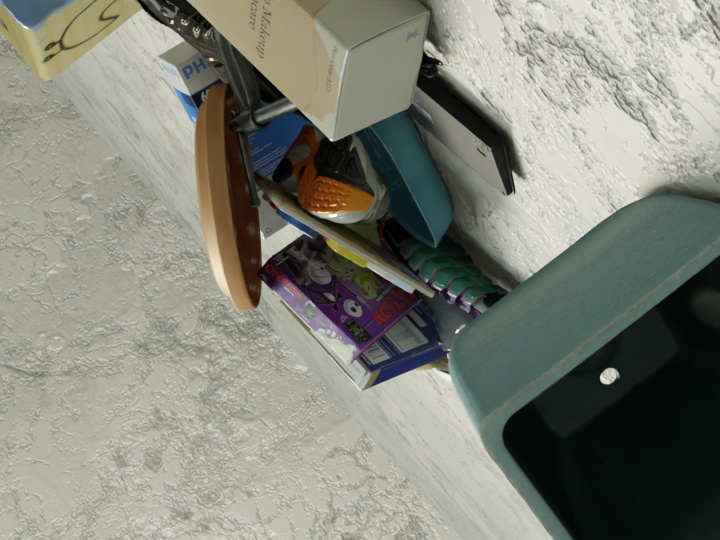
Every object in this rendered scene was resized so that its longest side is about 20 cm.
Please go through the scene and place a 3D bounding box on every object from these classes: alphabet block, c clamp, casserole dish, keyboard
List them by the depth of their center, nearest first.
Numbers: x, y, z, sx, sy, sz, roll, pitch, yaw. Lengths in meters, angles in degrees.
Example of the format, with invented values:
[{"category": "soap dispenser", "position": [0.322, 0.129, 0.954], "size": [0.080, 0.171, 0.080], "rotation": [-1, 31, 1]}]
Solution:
[{"category": "keyboard", "position": [0.043, -0.144, 1.235], "size": [0.200, 0.021, 0.127], "rotation": [43, 170, 32]}, {"category": "c clamp", "position": [-0.061, -0.158, 1.313], "size": [0.200, 0.027, 0.172], "rotation": [-23, 86, 56]}, {"category": "casserole dish", "position": [0.024, -0.103, 1.431], "size": [0.121, 0.039, 0.200], "rotation": [41, 168, 43]}, {"category": "alphabet block", "position": [-0.306, -0.336, 1.606], "size": [0.197, 0.195, 0.200], "rotation": [51, 172, 3]}]

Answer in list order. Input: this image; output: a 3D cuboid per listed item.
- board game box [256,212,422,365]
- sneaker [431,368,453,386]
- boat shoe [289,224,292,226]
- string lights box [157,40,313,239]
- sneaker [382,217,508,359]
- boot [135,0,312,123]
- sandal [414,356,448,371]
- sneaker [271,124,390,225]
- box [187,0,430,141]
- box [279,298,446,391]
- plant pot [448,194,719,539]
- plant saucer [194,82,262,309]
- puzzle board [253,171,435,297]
[{"category": "board game box", "position": [0.000, 0.000, 1.533], "size": [0.120, 0.200, 0.032], "rotation": [47, 127, 3]}, {"category": "sneaker", "position": [0.136, 0.116, 1.682], "size": [0.200, 0.070, 0.080], "rotation": [40, 169, 46]}, {"category": "boat shoe", "position": [-0.066, -0.075, 1.766], "size": [0.065, 0.074, 0.202], "rotation": [58, 162, -20]}, {"category": "string lights box", "position": [-0.104, -0.144, 1.601], "size": [0.059, 0.103, 0.201], "rotation": [34, 153, 61]}, {"category": "sneaker", "position": [0.077, 0.032, 1.504], "size": [0.074, 0.088, 0.200], "rotation": [-1, -146, -44]}, {"category": "boot", "position": [-0.118, -0.215, 1.444], "size": [0.200, 0.069, 0.174], "rotation": [44, 177, -21]}, {"category": "sandal", "position": [0.062, 0.069, 1.631], "size": [0.199, 0.080, 0.054], "rotation": [23, 136, 2]}, {"category": "sneaker", "position": [-0.006, -0.072, 1.386], "size": [0.092, 0.076, 0.200], "rotation": [30, -175, -19]}, {"category": "box", "position": [-0.046, -0.196, 1.182], "size": [0.200, 0.078, 0.095], "rotation": [45, 145, 28]}, {"category": "box", "position": [0.031, 0.040, 1.568], "size": [0.121, 0.200, 0.032], "rotation": [46, 129, 22]}, {"category": "plant pot", "position": [0.166, 0.070, 0.992], "size": [0.196, 0.196, 0.200], "rotation": [53, 179, -22]}, {"category": "plant saucer", "position": [-0.118, -0.065, 1.452], "size": [0.200, 0.032, 0.201], "rotation": [-6, -90, -86]}, {"category": "puzzle board", "position": [-0.021, -0.031, 1.428], "size": [0.150, 0.017, 0.200], "rotation": [31, -176, -15]}]
